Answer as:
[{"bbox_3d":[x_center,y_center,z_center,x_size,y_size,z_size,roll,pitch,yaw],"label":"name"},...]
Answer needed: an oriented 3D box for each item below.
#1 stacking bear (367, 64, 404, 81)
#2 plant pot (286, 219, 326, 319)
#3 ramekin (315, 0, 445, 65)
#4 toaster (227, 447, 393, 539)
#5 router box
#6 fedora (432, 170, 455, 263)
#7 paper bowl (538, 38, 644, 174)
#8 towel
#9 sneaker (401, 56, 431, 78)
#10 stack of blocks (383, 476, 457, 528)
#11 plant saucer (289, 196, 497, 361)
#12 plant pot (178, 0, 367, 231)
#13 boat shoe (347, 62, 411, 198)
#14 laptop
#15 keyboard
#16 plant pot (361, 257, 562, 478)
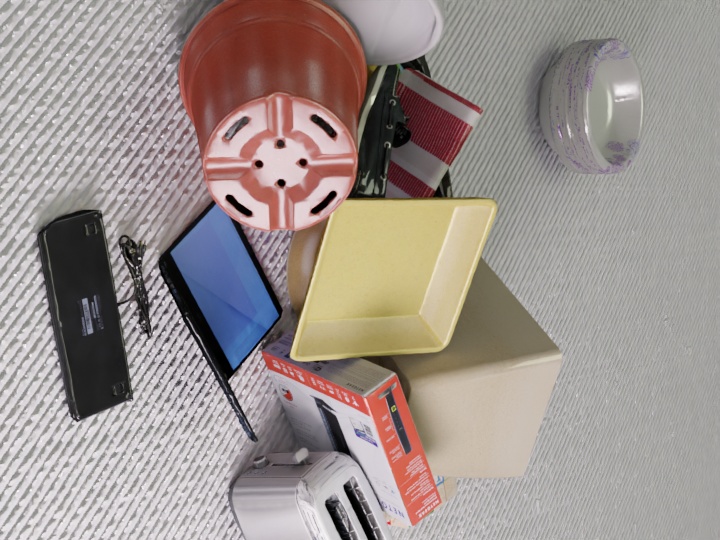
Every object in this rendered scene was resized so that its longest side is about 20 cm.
[{"bbox_3d":[-0.015,-0.222,1.635,0.200,0.113,0.122,37,63,-43],"label":"stacking bear"},{"bbox_3d":[0.000,0.000,1.683,0.199,0.027,0.201,-2,93,-37],"label":"plant pot"},{"bbox_3d":[-0.002,-0.308,1.468,0.202,0.202,0.095,42,55,-46],"label":"ramekin"},{"bbox_3d":[-0.048,0.292,1.560,0.114,0.129,0.201,-33,102,-46],"label":"toaster"},{"bbox_3d":[-0.011,0.174,1.572,0.049,0.200,0.180,-34,119,-26],"label":"router box"},{"bbox_3d":[0.061,-0.065,1.617,0.200,0.090,0.177,-89,168,-52],"label":"fedora"},{"bbox_3d":[0.341,-0.245,2.109,0.200,0.104,0.202,-2,93,-54],"label":"paper bowl"},{"bbox_3d":[0.041,-0.119,1.559,0.023,0.144,0.201,26,99,-41],"label":"towel"},{"bbox_3d":[0.055,-0.289,1.753,0.091,0.076,0.201,-50,133,-50],"label":"sneaker"},{"bbox_3d":[0.041,0.262,1.766,0.200,0.058,0.116,-23,110,-51],"label":"stack of blocks"},{"bbox_3d":[0.026,-0.002,1.485,0.199,0.048,0.201,-2,125,-29],"label":"plant saucer"},{"bbox_3d":[-0.084,-0.149,1.400,0.196,0.200,0.201,-99,166,-56],"label":"plant pot"},{"bbox_3d":[0.022,-0.149,1.527,0.066,0.075,0.200,24,50,-10],"label":"boat shoe"},{"bbox_3d":[-0.131,0.047,1.487,0.103,0.200,0.178,-29,121,-6],"label":"laptop"},{"bbox_3d":[-0.256,0.038,1.391,0.127,0.021,0.201,-20,109,-45],"label":"keyboard"},{"bbox_3d":[0.092,0.126,1.657,0.176,0.200,0.201,-9,131,-28],"label":"plant pot"}]
